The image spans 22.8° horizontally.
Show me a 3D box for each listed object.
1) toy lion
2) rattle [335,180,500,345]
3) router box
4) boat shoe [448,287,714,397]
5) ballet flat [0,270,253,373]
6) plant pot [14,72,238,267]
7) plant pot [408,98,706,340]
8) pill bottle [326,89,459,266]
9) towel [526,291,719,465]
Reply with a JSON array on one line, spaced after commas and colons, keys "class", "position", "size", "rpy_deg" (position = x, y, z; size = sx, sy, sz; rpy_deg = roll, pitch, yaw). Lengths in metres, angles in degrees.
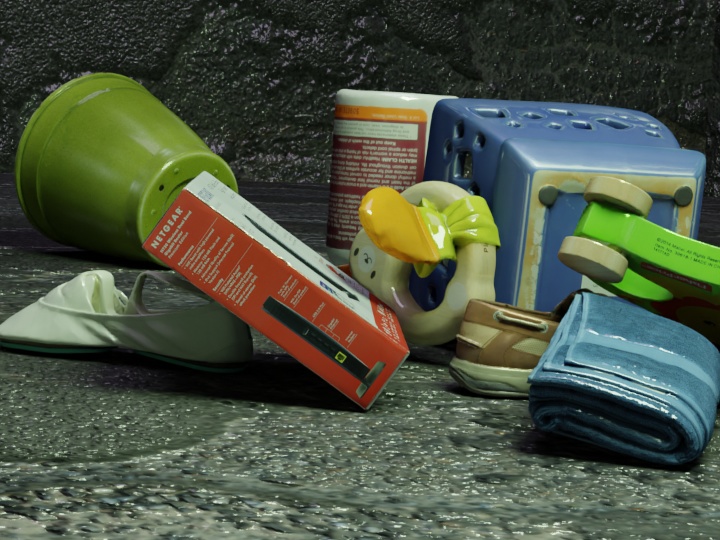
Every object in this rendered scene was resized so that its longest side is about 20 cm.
[{"class": "toy lion", "position": [0.247, 0.019, 1.264], "size": [0.199, 0.069, 0.192], "rpy_deg": [20, -13, 15]}, {"class": "rattle", "position": [0.000, 0.000, 1.363], "size": [0.143, 0.131, 0.200], "rpy_deg": [-16, 8, -42]}, {"class": "router box", "position": [-0.056, 0.008, 1.223], "size": [0.179, 0.049, 0.200], "rpy_deg": [36, 4, -5]}, {"class": "boat shoe", "position": [0.161, 0.050, 1.254], "size": [0.199, 0.072, 0.076], "rpy_deg": [1, 6, -19]}, {"class": "ballet flat", "position": [-0.168, 0.031, 1.283], "size": [0.199, 0.070, 0.069], "rpy_deg": [5, 6, 18]}, {"class": "plant pot", "position": [-0.237, -0.091, 1.921], "size": [0.200, 0.201, 0.193], "rpy_deg": [-2, 20, -41]}, {"class": "plant pot", "position": [0.163, -0.026, 1.429], "size": [0.199, 0.201, 0.180], "rpy_deg": [3, 11, -16]}, {"class": "pill bottle", "position": [0.028, -0.058, 1.591], "size": [0.114, 0.201, 0.114], "rpy_deg": [4, 6, 0]}, {"class": "towel", "position": [0.170, 0.065, 1.112], "size": [0.111, 0.049, 0.200], "rpy_deg": [17, 14, 10]}]
